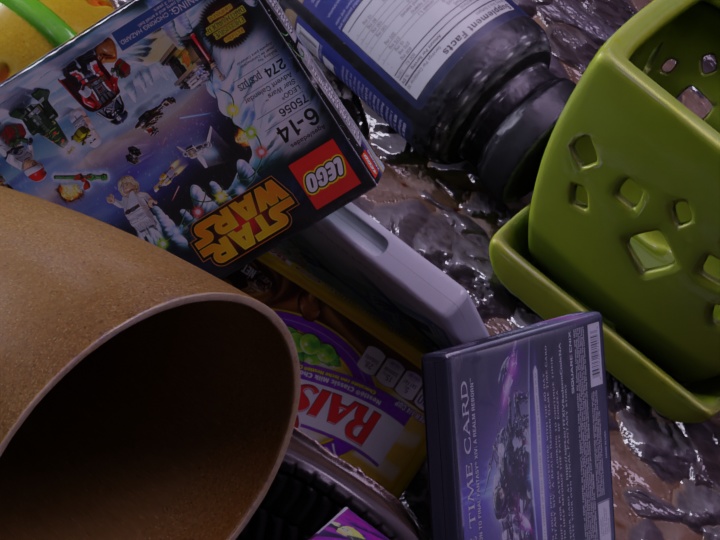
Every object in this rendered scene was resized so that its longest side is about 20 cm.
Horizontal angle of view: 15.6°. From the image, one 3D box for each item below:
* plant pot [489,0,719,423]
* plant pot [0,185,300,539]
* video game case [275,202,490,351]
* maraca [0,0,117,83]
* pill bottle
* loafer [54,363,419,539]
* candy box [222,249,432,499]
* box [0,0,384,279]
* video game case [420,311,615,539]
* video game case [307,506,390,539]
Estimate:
[{"bbox_3d":[0.207,-0.035,1.605,0.200,0.182,0.199,39,31,9],"label":"plant pot"},{"bbox_3d":[-0.161,0.039,1.187,0.200,0.187,0.186,38,29,32],"label":"plant pot"},{"bbox_3d":[0.000,0.000,1.385,0.182,0.022,0.200,38,-8,22],"label":"video game case"},{"bbox_3d":[-0.152,-0.091,1.388,0.107,0.137,0.200,-44,47,-19],"label":"maraca"},{"bbox_3d":[0.048,-0.139,1.669,0.200,0.112,0.112,44,32,15],"label":"pill bottle"},{"bbox_3d":[-0.051,0.093,1.285,0.200,0.073,0.071,32,29,4],"label":"loafer"},{"bbox_3d":[-0.052,0.045,1.332,0.200,0.102,0.026,33,10,-2],"label":"candy box"},{"bbox_3d":[-0.108,-0.052,1.276,0.137,0.200,0.040,57,13,-10],"label":"box"},{"bbox_3d":[0.083,0.102,1.335,0.019,0.143,0.200,-2,4,28],"label":"video game case"},{"bbox_3d":[0.035,0.197,1.141,0.200,0.036,0.181,35,21,10],"label":"video game case"}]
